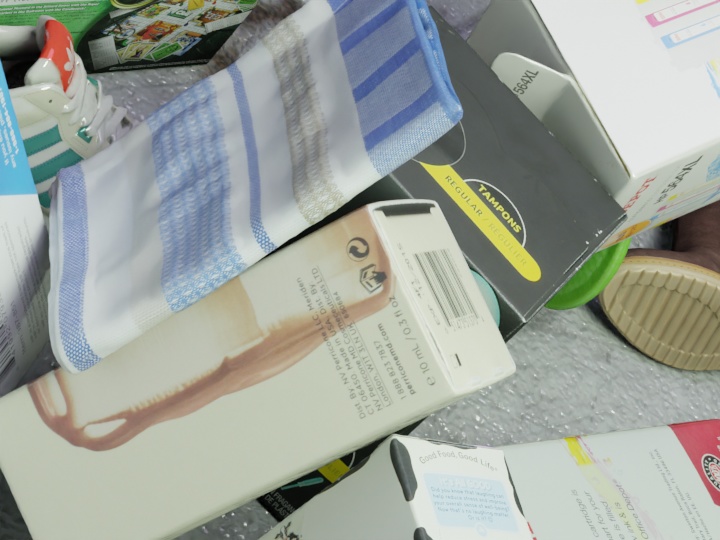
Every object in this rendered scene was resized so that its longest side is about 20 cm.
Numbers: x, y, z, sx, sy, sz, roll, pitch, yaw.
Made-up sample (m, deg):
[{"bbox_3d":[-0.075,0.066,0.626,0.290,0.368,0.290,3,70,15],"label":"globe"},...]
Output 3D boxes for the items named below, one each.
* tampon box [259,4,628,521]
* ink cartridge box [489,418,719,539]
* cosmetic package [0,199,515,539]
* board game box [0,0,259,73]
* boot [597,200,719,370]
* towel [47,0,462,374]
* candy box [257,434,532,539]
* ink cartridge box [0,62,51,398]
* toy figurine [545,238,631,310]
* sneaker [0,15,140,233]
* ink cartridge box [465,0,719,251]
[{"bbox_3d":[0.000,0.000,0.956,0.150,0.200,0.126,46,39,4],"label":"tampon box"},{"bbox_3d":[0.101,0.174,0.933,0.200,0.145,0.146,-1,57,-42],"label":"ink cartridge box"},{"bbox_3d":[-0.047,0.051,0.828,0.087,0.200,0.103,64,17,5],"label":"cosmetic package"},{"bbox_3d":[-0.135,-0.143,1.042,0.200,0.105,0.024,-11,67,-46],"label":"board game box"},{"bbox_3d":[0.220,-0.008,1.279,0.199,0.072,0.167,18,34,-27],"label":"boot"},{"bbox_3d":[-0.052,-0.049,0.815,0.024,0.200,0.147,49,16,-31],"label":"towel"},{"bbox_3d":[0.012,0.197,0.810,0.071,0.168,0.201,11,51,-41],"label":"candy box"},{"bbox_3d":[-0.212,0.016,0.795,0.083,0.146,0.200,4,36,19],"label":"ink cartridge box"},{"bbox_3d":[0.033,-0.067,1.120,0.183,0.151,0.200,1,33,-29],"label":"toy figurine"},{"bbox_3d":[-0.152,-0.074,0.974,0.199,0.093,0.071,23,44,-24],"label":"sneaker"},{"bbox_3d":[0.147,-0.097,1.017,0.200,0.129,0.125,-23,75,-23],"label":"ink cartridge box"}]
